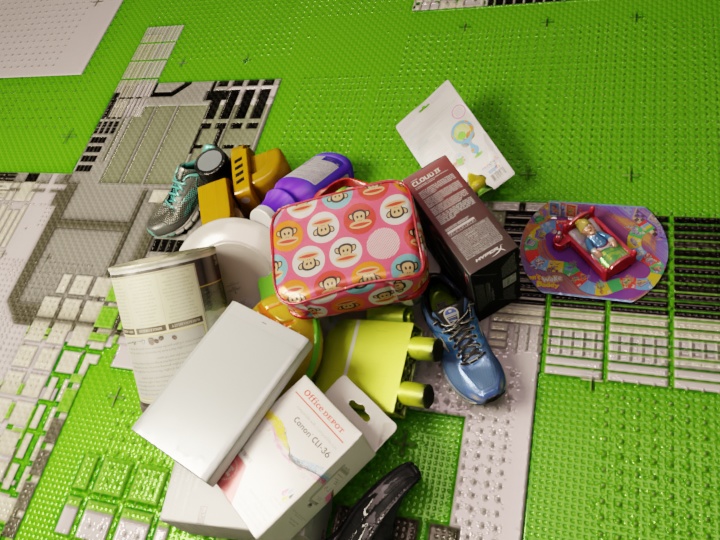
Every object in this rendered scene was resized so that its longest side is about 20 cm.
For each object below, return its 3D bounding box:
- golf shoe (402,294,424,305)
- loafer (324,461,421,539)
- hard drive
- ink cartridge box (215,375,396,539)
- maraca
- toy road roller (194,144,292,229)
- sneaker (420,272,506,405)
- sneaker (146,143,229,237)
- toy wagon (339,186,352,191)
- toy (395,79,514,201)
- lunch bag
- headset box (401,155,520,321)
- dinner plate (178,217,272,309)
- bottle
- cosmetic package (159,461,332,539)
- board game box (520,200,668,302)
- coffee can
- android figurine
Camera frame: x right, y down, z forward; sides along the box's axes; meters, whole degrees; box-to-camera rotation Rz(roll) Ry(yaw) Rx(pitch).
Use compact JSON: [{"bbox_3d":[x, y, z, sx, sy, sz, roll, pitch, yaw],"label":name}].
[{"bbox_3d":[0.000,0.000,0.904,0.200,0.077,0.088,37,81,25],"label":"golf shoe"},{"bbox_3d":[0.010,0.320,0.773,0.070,0.068,0.201,39,82,23],"label":"loafer"},{"bbox_3d":[-0.167,0.142,0.786,0.131,0.026,0.200,22,63,28],"label":"hard drive"},{"bbox_3d":[-0.067,0.210,0.762,0.200,0.068,0.116,-42,53,-14],"label":"ink cartridge box"},{"bbox_3d":[-0.108,0.082,0.890,0.137,0.107,0.201,-3,74,32],"label":"maraca"},{"bbox_3d":[-0.179,-0.117,1.053,0.145,0.123,0.201,-16,57,7],"label":"toy road roller"},{"bbox_3d":[0.127,0.087,0.859,0.078,0.089,0.200,-27,56,1],"label":"sneaker"},{"bbox_3d":[-0.306,-0.146,1.129,0.077,0.091,0.200,35,75,32],"label":"sneaker"},{"bbox_3d":[-0.011,-0.034,0.973,0.155,0.040,0.200,37,75,10],"label":"toy wagon"},{"bbox_3d":[0.153,-0.191,1.034,0.115,0.047,0.201,-38,64,22],"label":"toy"},{"bbox_3d":[-0.018,-0.038,0.833,0.199,0.082,0.177,-11,65,7],"label":"lunch bag"},{"bbox_3d":[0.137,-0.050,0.898,0.075,0.149,0.200,-30,60,-2],"label":"headset box"},{"bbox_3d":[-0.189,0.022,0.961,0.199,0.024,0.201,1,100,6],"label":"dinner plate"},{"bbox_3d":[-0.093,-0.122,1.022,0.083,0.066,0.200,12,39,32],"label":"bottle"},{"bbox_3d":[-0.139,0.287,0.824,0.199,0.090,0.107,-4,56,18],"label":"cosmetic package"},{"bbox_3d":[0.325,-0.040,0.902,0.199,0.039,0.159,6,62,21],"label":"board game box"},{"bbox_3d":[-0.251,0.078,0.890,0.146,0.146,0.201,-9,98,12],"label":"coffee can"},{"bbox_3d":[0.015,0.130,0.872,0.199,0.041,0.183,-3,65,37],"label":"android figurine"}]
